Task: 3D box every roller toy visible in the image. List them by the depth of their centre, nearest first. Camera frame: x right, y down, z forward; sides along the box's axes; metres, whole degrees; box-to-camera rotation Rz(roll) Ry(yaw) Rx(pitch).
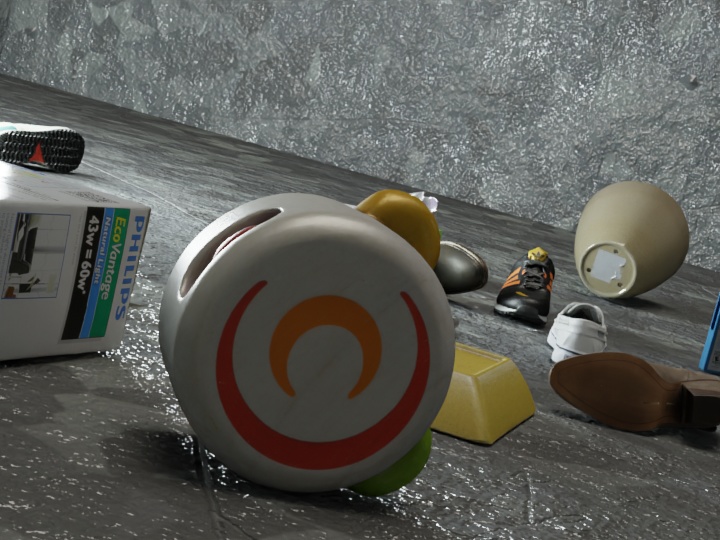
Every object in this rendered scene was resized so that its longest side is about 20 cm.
[{"bbox_3d":[-0.039,0.041,1.016,0.182,0.200,0.140,6,9,-14],"label":"roller toy"}]

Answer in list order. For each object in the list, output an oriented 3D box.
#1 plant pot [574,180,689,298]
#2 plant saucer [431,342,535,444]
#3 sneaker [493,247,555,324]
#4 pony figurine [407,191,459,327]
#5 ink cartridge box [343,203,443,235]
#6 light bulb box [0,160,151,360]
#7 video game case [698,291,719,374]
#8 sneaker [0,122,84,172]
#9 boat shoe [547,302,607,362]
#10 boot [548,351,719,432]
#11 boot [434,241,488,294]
[{"bbox_3d":[0.419,-0.031,2.469,0.187,0.187,0.200,16,22,17],"label":"plant pot"},{"bbox_3d":[0.048,0.088,1.357,0.200,0.048,0.200,16,7,17],"label":"plant saucer"},{"bbox_3d":[0.222,0.014,2.026,0.070,0.090,0.200,15,7,5],"label":"sneaker"},{"bbox_3d":[0.000,0.000,1.618,0.200,0.167,0.193,-8,11,-29],"label":"pony figurine"},{"bbox_3d":[0.003,-0.053,2.199,0.200,0.067,0.117,8,10,-36],"label":"ink cartridge box"},{"bbox_3d":[-0.306,-0.017,1.191,0.198,0.125,0.200,17,8,25],"label":"light bulb box"},{"bbox_3d":[0.520,0.043,1.940,0.143,0.200,0.018,12,8,-15],"label":"video game case"},{"bbox_3d":[-0.503,-0.194,2.292,0.093,0.070,0.200,25,15,30],"label":"sneaker"},{"bbox_3d":[0.261,0.070,1.789,0.074,0.065,0.200,14,8,2],"label":"boat shoe"},{"bbox_3d":[0.273,0.119,1.511,0.200,0.070,0.146,15,1,-2],"label":"boot"},{"bbox_3d":[0.065,-0.002,1.996,0.200,0.075,0.097,11,16,42],"label":"boot"}]
